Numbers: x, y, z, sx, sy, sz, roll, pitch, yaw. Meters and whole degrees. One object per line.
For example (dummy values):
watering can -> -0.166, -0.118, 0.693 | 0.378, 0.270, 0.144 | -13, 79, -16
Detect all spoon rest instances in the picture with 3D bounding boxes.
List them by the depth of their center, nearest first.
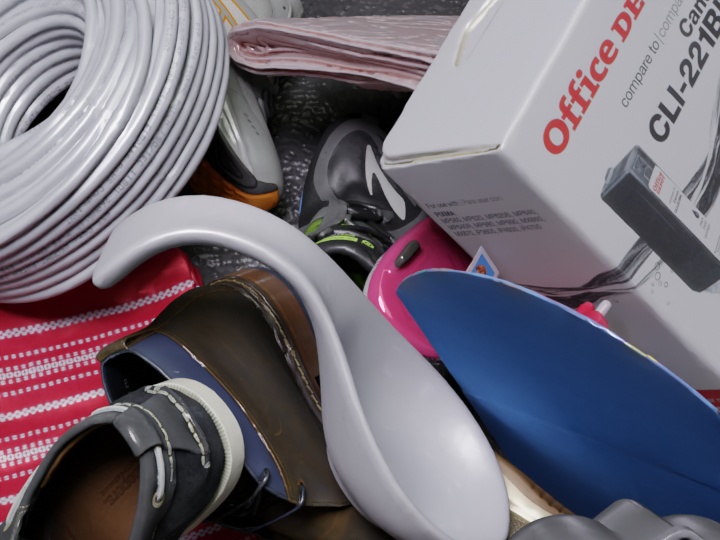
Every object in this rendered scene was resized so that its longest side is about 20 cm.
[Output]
spoon rest -> -0.009, 0.040, 0.662 | 0.200, 0.061, 0.100 | 39, 28, -17

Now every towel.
towel -> -0.121, 0.083, 0.778 | 0.143, 0.023, 0.201 | -13, 55, -13
towel -> 0.064, -0.104, 0.840 | 0.199, 0.033, 0.190 | -6, 16, -37

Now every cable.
cable -> -0.157, -0.078, 0.821 | 0.199, 0.069, 0.201 | 11, 67, 40

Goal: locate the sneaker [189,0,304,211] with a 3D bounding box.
sneaker -> -0.064, -0.116, 0.905 | 0.091, 0.076, 0.201 | -11, 55, -18

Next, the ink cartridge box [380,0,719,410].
ink cartridge box -> 0.125, -0.041, 0.710 | 0.200, 0.083, 0.145 | 42, 66, -25

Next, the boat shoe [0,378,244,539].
boat shoe -> -0.126, 0.125, 0.650 | 0.072, 0.200, 0.068 | 41, 18, 10

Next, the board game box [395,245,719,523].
board game box -> 0.106, 0.055, 0.676 | 0.157, 0.200, 0.039 | 18, 62, 45

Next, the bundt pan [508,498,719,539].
bundt pan -> 0.092, 0.175, 0.633 | 0.200, 0.204, 0.076 | -9, 18, -12

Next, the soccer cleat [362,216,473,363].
soccer cleat -> 0.076, -0.005, 0.783 | 0.199, 0.086, 0.070 | -28, 83, -29

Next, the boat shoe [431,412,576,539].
boat shoe -> 0.074, 0.138, 0.730 | 0.200, 0.072, 0.072 | 38, 82, 14

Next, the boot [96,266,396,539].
boot -> -0.037, 0.099, 0.699 | 0.097, 0.075, 0.201 | -17, 75, -52

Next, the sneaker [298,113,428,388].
sneaker -> 0.000, 0.000, 0.811 | 0.070, 0.083, 0.201 | 7, 52, 0
